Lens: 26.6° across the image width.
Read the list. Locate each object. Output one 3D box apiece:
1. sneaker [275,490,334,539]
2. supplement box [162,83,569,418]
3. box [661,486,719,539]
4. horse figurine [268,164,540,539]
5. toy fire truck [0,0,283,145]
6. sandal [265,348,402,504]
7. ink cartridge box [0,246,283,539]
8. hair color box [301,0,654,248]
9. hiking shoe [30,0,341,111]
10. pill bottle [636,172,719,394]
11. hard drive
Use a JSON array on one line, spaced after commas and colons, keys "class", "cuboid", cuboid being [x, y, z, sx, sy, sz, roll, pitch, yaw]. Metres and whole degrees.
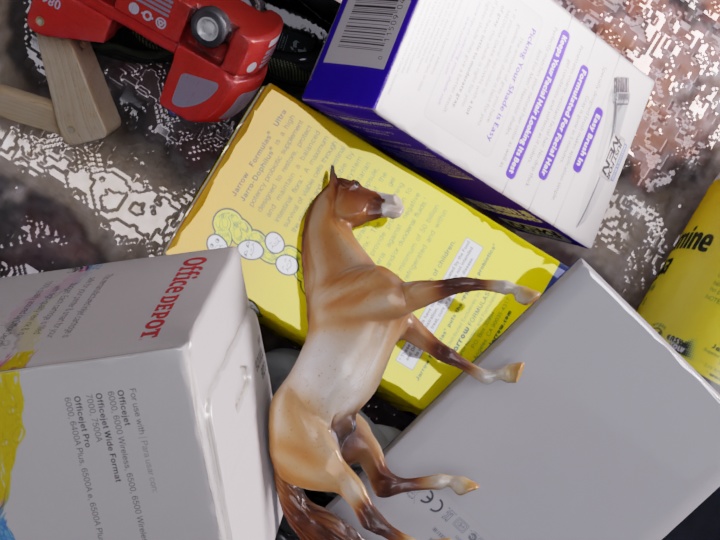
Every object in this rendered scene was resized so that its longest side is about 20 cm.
[{"class": "sneaker", "cuboid": [-0.025, 0.191, 0.841, 0.099, 0.071, 0.200, -41, 90, 15]}, {"class": "supplement box", "cuboid": [0.000, 0.000, 0.848, 0.200, 0.109, 0.110, 31, 83, -5]}, {"class": "box", "cuboid": [0.211, 0.218, 0.837, 0.104, 0.148, 0.200, 11, 86, 23]}, {"class": "horse figurine", "cuboid": [0.006, 0.060, 0.756, 0.132, 0.050, 0.200, 20, 94, 17]}, {"class": "toy fire truck", "cuboid": [-0.151, -0.119, 0.809, 0.200, 0.049, 0.141, 30, 122, 6]}, {"class": "sandal", "cuboid": [0.013, 0.123, 0.871, 0.203, 0.082, 0.050, 54, 38, -1]}, {"class": "ink cartridge box", "cuboid": [-0.150, 0.088, 0.739, 0.200, 0.147, 0.145, -8, 107, 8]}, {"class": "hair color box", "cuboid": [0.070, -0.100, 0.837, 0.200, 0.065, 0.109, 28, 82, -42]}, {"class": "hiking shoe", "cuboid": [-0.086, -0.155, 0.843, 0.200, 0.101, 0.076, 14, 73, -10]}, {"class": "pill bottle", "cuboid": [0.234, 0.010, 0.883, 0.112, 0.112, 0.200, 33, 82, -6]}, {"class": "hard drive", "cuboid": [0.089, 0.110, 0.787, 0.132, 0.025, 0.200, 44, 100, -4]}]
